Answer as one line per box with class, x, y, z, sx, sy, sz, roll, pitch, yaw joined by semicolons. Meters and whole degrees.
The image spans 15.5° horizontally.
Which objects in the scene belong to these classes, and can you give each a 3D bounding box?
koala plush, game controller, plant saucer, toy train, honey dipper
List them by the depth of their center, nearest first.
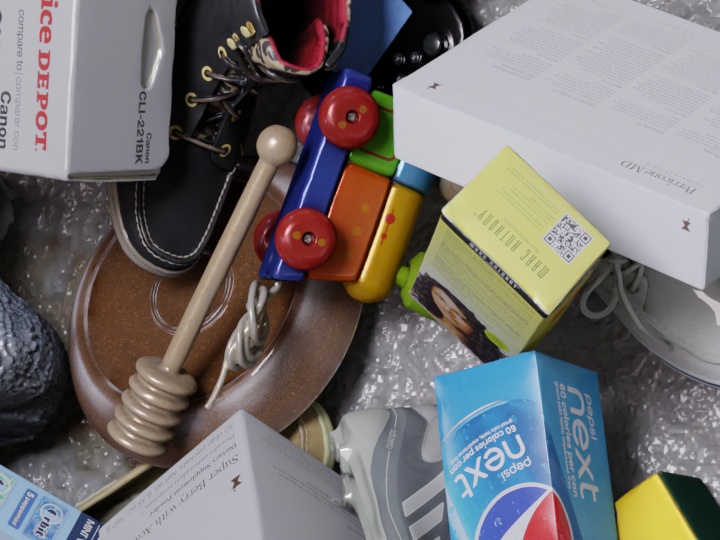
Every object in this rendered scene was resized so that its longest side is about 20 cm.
honey dipper;-0.085;0.009;1.458;0.038;0.038;0.200;34;107;32
toy train;0.000;0.000;1.460;0.116;0.085;0.200;20;86;-11
plant saucer;-0.092;0.017;1.537;0.200;0.032;0.201;-13;60;24
game controller;-0.013;-0.160;1.544;0.104;0.042;0.200;-49;59;15
koala plush;-0.268;0.004;1.606;0.184;0.177;0.200;-22;62;29

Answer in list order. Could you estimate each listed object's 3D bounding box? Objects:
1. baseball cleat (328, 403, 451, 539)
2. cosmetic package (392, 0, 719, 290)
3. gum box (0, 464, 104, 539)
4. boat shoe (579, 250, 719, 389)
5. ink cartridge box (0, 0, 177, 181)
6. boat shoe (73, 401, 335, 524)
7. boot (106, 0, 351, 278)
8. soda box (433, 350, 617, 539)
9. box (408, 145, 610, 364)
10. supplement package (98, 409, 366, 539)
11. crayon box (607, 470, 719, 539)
baseball cleat;0.047;0.137;1.398;0.106;0.070;0.200;-12;45;-8
cosmetic package;0.139;-0.076;1.370;0.200;0.151;0.052;25;131;34
gum box;-0.257;0.162;1.534;0.200;0.045;0.170;30;135;-5
boat shoe;0.141;-0.013;1.393;0.075;0.086;0.202;-50;60;15
ink cartridge box;-0.205;-0.131;1.479;0.200;0.084;0.145;9;99;34
boat shoe;-0.103;0.133;1.536;0.200;0.063;0.073;-26;69;26
boot;-0.072;-0.103;1.482;0.151;0.073;0.200;-20;51;59
soda box;0.090;0.148;1.337;0.064;0.068;0.200;-17;69;30
box;0.073;0.001;1.342;0.075;0.200;0.050;43;78;7
supplement package;-0.053;0.199;1.412;0.121;0.120;0.200;-41;34;20
crayon box;0.133;0.232;1.371;0.200;0.058;0.173;-40;64;21
